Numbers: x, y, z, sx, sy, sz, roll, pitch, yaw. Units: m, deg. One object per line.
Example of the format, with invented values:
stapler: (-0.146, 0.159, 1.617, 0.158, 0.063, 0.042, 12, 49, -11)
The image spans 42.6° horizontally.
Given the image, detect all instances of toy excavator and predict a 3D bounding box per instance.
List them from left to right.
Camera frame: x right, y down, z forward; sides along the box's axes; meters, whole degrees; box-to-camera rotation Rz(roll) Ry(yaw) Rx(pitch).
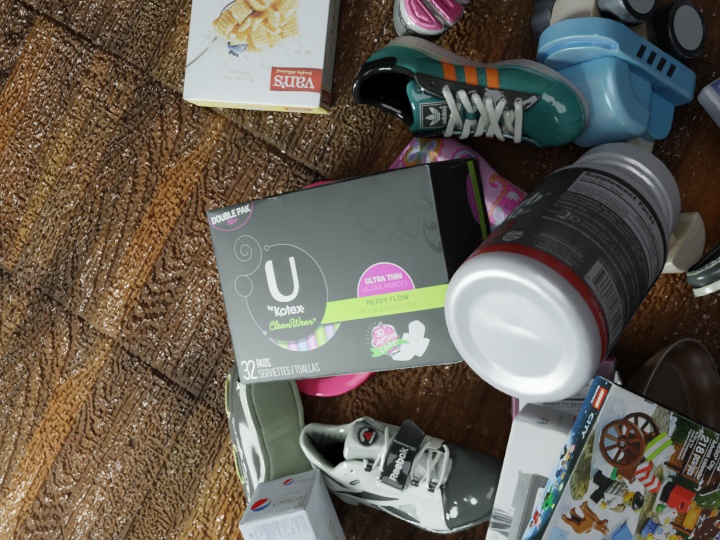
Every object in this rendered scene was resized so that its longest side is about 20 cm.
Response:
toy excavator: (0.218, -0.116, 0.760, 0.099, 0.193, 0.203, -1, 72, 56)

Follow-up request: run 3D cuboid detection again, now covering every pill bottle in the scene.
pill bottle: (0.155, -0.007, 0.674, 0.115, 0.200, 0.117, 22, 133, 26)

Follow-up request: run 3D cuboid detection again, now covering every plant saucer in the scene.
plant saucer: (0.238, 0.153, 0.725, 0.032, 0.199, 0.203, 3, 89, 39)

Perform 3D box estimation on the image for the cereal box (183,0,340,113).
cereal box: (-0.091, -0.256, 0.888, 0.142, 0.039, 0.203, 5, 90, 15)

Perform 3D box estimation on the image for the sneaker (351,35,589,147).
sneaker: (0.083, -0.133, 0.753, 0.198, 0.080, 0.072, 21, 135, 28)

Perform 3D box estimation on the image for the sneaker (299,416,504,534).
sneaker: (0.029, 0.166, 0.782, 0.198, 0.089, 0.075, -3, 52, 36)

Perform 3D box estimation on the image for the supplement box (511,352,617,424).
supplement box: (0.173, 0.171, 0.771, 0.084, 0.110, 0.203, -2, 88, 15)

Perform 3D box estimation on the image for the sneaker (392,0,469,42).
sneaker: (0.079, -0.284, 0.829, 0.073, 0.087, 0.202, 27, 73, -11)

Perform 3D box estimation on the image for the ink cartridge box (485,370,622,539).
ink cartridge box: (0.133, 0.166, 0.666, 0.067, 0.116, 0.203, 14, 91, 14)

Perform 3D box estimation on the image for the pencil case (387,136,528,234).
pencil case: (0.113, -0.046, 0.809, 0.200, 0.087, 0.088, 42, 98, 13)

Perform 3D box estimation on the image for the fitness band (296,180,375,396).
fitness band: (-0.029, 0.017, 0.869, 0.142, 0.037, 0.203, 15, 93, 12)

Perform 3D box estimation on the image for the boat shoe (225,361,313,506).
boat shoe: (-0.081, 0.179, 0.864, 0.060, 0.071, 0.204, 4, 104, 57)

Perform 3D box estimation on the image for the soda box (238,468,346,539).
soda box: (-0.037, 0.282, 0.811, 0.063, 0.068, 0.202, -15, 106, 13)

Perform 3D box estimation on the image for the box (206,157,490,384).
box: (0.000, 0.000, 0.753, 0.198, 0.124, 0.151, -10, 95, 27)

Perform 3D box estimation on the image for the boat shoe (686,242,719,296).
boat shoe: (0.336, -0.058, 0.754, 0.200, 0.072, 0.068, -43, 88, 0)

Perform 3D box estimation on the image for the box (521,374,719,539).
box: (0.172, 0.187, 0.584, 0.135, 0.038, 0.202, 24, 91, -2)

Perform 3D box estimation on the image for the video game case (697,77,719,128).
video game case: (0.393, -0.104, 0.713, 0.181, 0.022, 0.201, -30, 74, -9)
